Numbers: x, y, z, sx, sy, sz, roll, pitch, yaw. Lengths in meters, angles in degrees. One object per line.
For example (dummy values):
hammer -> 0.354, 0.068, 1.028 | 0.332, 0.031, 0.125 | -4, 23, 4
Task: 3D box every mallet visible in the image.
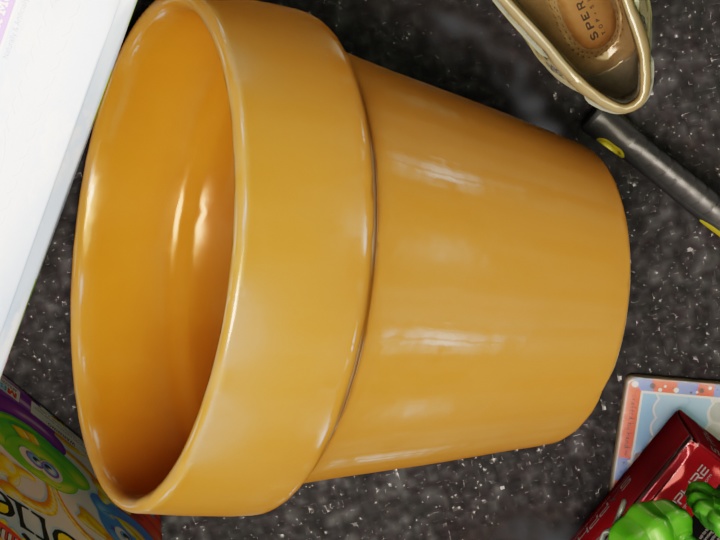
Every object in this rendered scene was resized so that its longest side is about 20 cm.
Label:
mallet -> 0.175, -0.004, 1.103 | 0.199, 0.066, 0.041 | 37, 78, 1

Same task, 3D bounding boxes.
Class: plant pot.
plant pot -> 0.000, 0.000, 1.013 | 0.182, 0.200, 0.202 | 6, 106, -23

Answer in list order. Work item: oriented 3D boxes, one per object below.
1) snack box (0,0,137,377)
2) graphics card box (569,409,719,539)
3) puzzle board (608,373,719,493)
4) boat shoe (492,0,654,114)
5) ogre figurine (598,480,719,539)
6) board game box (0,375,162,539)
snack box -> -0.137, -0.060, 0.966 | 0.067, 0.200, 0.170 | 19, 102, -11
graphics card box -> 0.178, 0.170, 1.125 | 0.199, 0.051, 0.126 | 37, 99, -12
puzzle board -> 0.181, 0.150, 1.154 | 0.149, 0.017, 0.202 | 5, 104, -7
boat shoe -> 0.057, -0.147, 0.943 | 0.073, 0.063, 0.200 | -33, 118, 10
ogre figurine -> 0.170, 0.154, 1.039 | 0.199, 0.098, 0.121 | -1, 117, -51
board game box -> -0.146, 0.136, 1.020 | 0.105, 0.200, 0.103 | 40, 98, -15
